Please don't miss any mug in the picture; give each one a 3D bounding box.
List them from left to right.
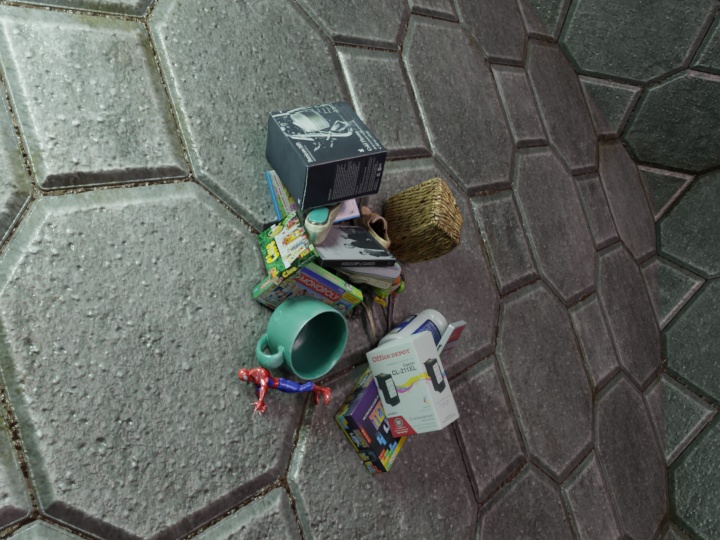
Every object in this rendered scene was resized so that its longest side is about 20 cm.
[{"bbox_3d":[-0.126,0.124,1.413,0.184,0.114,0.154,22,94,-49],"label":"mug"}]

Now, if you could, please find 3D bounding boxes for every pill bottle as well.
[{"bbox_3d":[0.136,0.175,1.727,0.199,0.118,0.121,-33,101,-51],"label":"pill bottle"}]

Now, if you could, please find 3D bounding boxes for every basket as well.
[{"bbox_3d":[0.166,-0.123,1.820,0.142,0.198,0.151,33,51,-36],"label":"basket"}]

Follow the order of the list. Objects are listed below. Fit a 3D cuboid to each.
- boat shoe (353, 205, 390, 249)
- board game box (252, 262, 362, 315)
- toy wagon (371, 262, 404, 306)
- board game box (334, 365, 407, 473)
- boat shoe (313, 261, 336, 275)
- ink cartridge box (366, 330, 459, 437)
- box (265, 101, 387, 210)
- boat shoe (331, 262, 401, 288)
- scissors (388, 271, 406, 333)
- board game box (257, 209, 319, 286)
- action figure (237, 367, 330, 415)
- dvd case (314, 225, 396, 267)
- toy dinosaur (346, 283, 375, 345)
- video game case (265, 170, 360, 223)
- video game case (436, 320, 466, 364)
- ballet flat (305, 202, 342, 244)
[{"bbox_3d":[0.035,-0.101,1.704,0.073,0.069,0.201,23,30,-30],"label":"boat shoe"},{"bbox_3d":[-0.108,0.051,1.473,0.199,0.134,0.029,31,32,-38],"label":"board game box"},{"bbox_3d":[0.043,0.001,1.699,0.154,0.040,0.202,29,31,-31],"label":"toy wagon"},{"bbox_3d":[0.044,0.329,1.607,0.167,0.056,0.200,59,40,-17],"label":"board game box"},{"bbox_3d":[-0.081,-0.002,1.585,0.072,0.060,0.203,50,43,-23],"label":"boat shoe"},{"bbox_3d":[0.113,0.253,1.562,0.082,0.144,0.203,-17,87,-49],"label":"ink cartridge box"},{"bbox_3d":[-0.078,-0.253,1.528,0.194,0.125,0.201,-16,51,-26],"label":"box"},{"bbox_3d":[0.000,0.000,1.574,0.197,0.063,0.072,14,25,-26],"label":"boat shoe"},{"bbox_3d":[0.076,0.065,1.789,0.073,0.014,0.202,47,45,-31],"label":"scissors"},{"bbox_3d":[-0.149,-0.049,1.408,0.024,0.104,0.201,51,4,-31],"label":"board game box"},{"bbox_3d":[-0.158,0.250,1.378,0.198,0.065,0.101,26,64,-30],"label":"action figure"},{"bbox_3d":[-0.038,-0.055,1.543,0.197,0.025,0.150,-1,33,-37],"label":"dvd case"},{"bbox_3d":[0.005,0.078,1.673,0.088,0.047,0.204,6,74,-56],"label":"toy dinosaur"},{"bbox_3d":[-0.106,-0.171,1.594,0.197,0.018,0.146,-15,88,-28],"label":"video game case"},{"bbox_3d":[0.193,0.217,1.724,0.017,0.202,0.143,31,11,18],"label":"video game case"},{"bbox_3d":[-0.083,-0.118,1.528,0.201,0.066,0.063,-64,164,-59],"label":"ballet flat"}]
